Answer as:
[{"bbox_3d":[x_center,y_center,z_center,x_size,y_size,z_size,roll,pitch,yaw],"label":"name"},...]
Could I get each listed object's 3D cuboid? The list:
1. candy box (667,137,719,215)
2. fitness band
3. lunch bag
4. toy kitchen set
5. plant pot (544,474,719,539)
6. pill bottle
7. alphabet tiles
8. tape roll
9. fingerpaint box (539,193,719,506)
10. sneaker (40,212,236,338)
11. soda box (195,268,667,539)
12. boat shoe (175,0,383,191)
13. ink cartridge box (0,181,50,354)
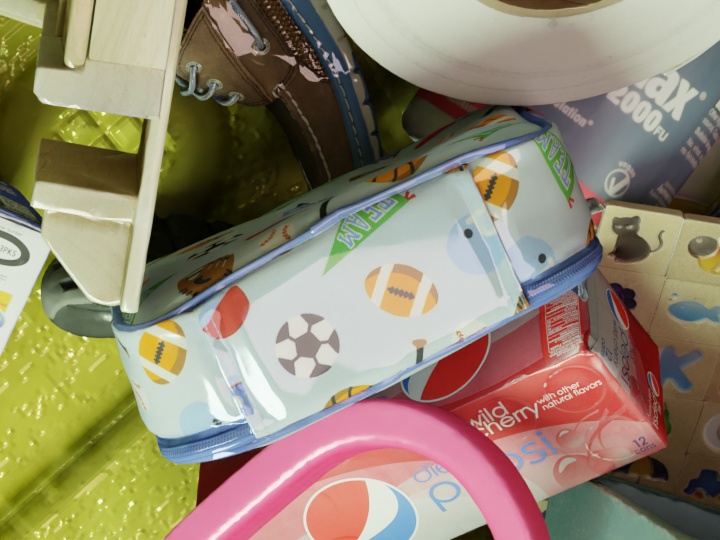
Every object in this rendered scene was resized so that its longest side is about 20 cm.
[{"bbox_3d":[0.226,-0.074,1.259,0.200,0.061,0.136,-47,120,-2],"label":"candy box"},{"bbox_3d":[-0.014,0.142,1.087,0.200,0.144,0.037,-41,160,16],"label":"fitness band"},{"bbox_3d":[0.000,0.000,1.042,0.199,0.160,0.076,-24,98,-2],"label":"lunch bag"},{"bbox_3d":[-0.157,-0.085,0.979,0.179,0.200,0.164,7,105,-8],"label":"toy kitchen set"},{"bbox_3d":[0.165,0.214,1.106,0.195,0.196,0.201,17,91,-12],"label":"plant pot"},{"bbox_3d":[0.121,-0.109,1.166,0.119,0.120,0.200,36,90,-29],"label":"pill bottle"},{"bbox_3d":[0.134,0.053,1.168,0.165,0.006,0.201,9,131,-4],"label":"alphabet tiles"},{"bbox_3d":[0.066,-0.182,1.021,0.201,0.140,0.203,-8,135,-8],"label":"tape roll"},{"bbox_3d":[0.200,0.056,1.221,0.166,0.074,0.200,27,125,-19],"label":"fingerpaint box"},{"bbox_3d":[-0.041,0.022,1.165,0.199,0.076,0.080,-2,121,-16],"label":"sneaker"},{"bbox_3d":[0.029,0.072,1.141,0.199,0.064,0.070,-26,125,22],"label":"soda box"},{"bbox_3d":[-0.052,-0.107,1.124,0.072,0.072,0.201,-26,106,-9],"label":"boat shoe"},{"bbox_3d":[-0.216,0.013,1.082,0.136,0.076,0.201,22,99,-29],"label":"ink cartridge box"}]
